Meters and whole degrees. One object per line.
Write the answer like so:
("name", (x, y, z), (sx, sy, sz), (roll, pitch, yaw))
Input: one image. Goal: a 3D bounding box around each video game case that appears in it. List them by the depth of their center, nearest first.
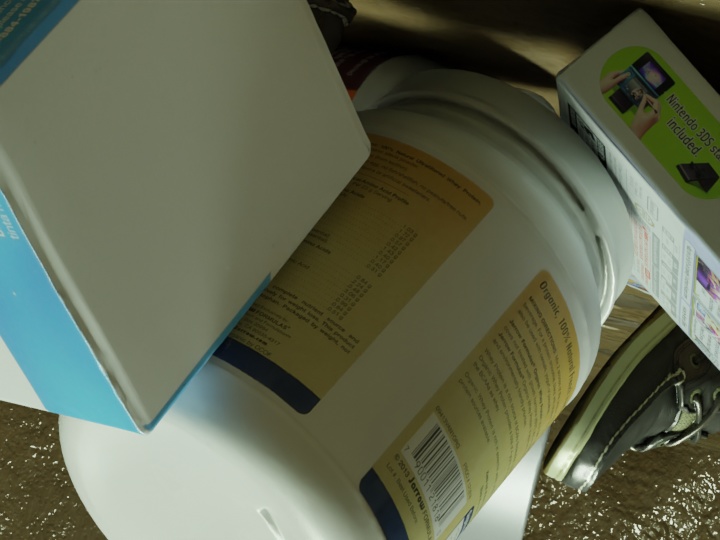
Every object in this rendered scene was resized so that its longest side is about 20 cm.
("video game case", (0.152, 0.003, 1.002), (0.181, 0.045, 0.200), (51, 178, 13))

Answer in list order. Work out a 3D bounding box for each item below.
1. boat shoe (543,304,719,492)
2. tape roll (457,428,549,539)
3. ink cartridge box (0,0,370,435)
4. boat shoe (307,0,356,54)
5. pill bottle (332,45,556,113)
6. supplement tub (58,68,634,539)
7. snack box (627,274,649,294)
("boat shoe", (0.165, 0.054, 1.305), (0.066, 0.201, 0.072), (39, 134, 9))
("tape roll", (0.072, 0.037, 1.275), (0.066, 0.201, 0.200), (15, 174, 5))
("ink cartridge box", (-0.133, -0.058, 0.881), (0.199, 0.147, 0.146), (9, 138, 37))
("boat shoe", (-0.059, -0.094, 1.029), (0.072, 0.060, 0.200), (16, 174, -24))
("pill bottle", (-0.016, -0.044, 1.138), (0.199, 0.115, 0.114), (10, 173, 33))
("supplement tub", (0.000, 0.031, 0.950), (0.144, 0.200, 0.145), (27, 143, 23))
("snack box", (0.173, -0.004, 1.506), (0.072, 0.024, 0.200), (8, 172, 39))
